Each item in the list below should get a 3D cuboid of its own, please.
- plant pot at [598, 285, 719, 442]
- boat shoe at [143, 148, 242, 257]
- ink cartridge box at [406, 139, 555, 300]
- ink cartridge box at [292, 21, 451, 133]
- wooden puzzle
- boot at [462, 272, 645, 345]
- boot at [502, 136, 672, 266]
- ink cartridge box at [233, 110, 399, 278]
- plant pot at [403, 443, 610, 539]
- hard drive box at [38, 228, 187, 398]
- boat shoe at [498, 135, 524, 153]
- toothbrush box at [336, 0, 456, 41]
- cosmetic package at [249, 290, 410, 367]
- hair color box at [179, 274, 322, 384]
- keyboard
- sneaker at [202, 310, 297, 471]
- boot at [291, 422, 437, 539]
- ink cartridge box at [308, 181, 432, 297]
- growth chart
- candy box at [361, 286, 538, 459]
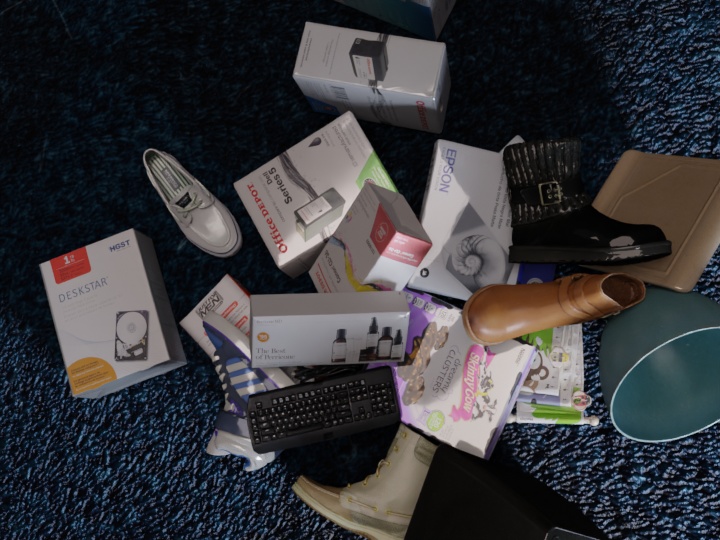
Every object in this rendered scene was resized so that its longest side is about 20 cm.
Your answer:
[{"bbox_3d":[0.382,0.098,1.150,0.198,0.201,0.136,-22,42,5],"label":"plant pot"},{"bbox_3d":[-0.255,-0.098,1.339,0.200,0.067,0.074,43,90,14],"label":"boat shoe"},{"bbox_3d":[0.175,-0.054,1.209,0.197,0.041,0.202,12,87,-3],"label":"ink cartridge box"},{"bbox_3d":[0.022,-0.268,1.281,0.197,0.145,0.085,12,82,11],"label":"ink cartridge box"},{"bbox_3d":[0.387,-0.067,1.188,0.199,0.037,0.186,22,76,53],"label":"wooden puzzle"},{"bbox_3d":[0.235,0.038,1.115,0.198,0.154,0.075,-13,89,-35],"label":"boot"},{"bbox_3d":[0.277,-0.088,1.132,0.208,0.079,0.160,1,88,19],"label":"boot"},{"bbox_3d":[-0.057,-0.105,1.297,0.199,0.084,0.147,-32,77,3],"label":"ink cartridge box"},{"bbox_3d":[0.180,0.349,1.086,0.177,0.199,0.202,14,81,52],"label":"plant pot"},{"bbox_3d":[-0.358,0.064,1.325,0.154,0.077,0.202,-21,77,5],"label":"hard drive box"},{"bbox_3d":[0.185,-0.085,1.267,0.091,0.071,0.201,37,88,1],"label":"boat shoe"},{"bbox_3d":[0.032,-0.428,1.307,0.198,0.146,0.086,25,84,14],"label":"toothbrush box"},{"bbox_3d":[-0.040,0.074,1.154,0.197,0.051,0.083,-2,122,-10],"label":"cosmetic package"},{"bbox_3d":[-0.150,0.113,1.288,0.101,0.061,0.200,-44,77,0],"label":"hair color box"},{"bbox_3d":[-0.049,0.163,1.163,0.197,0.040,0.105,-11,79,-15],"label":"keyboard"},{"bbox_3d":[-0.172,0.168,1.208,0.200,0.081,0.147,42,83,7],"label":"sneaker"},{"bbox_3d":[0.022,0.275,1.225,0.198,0.072,0.156,23,85,8],"label":"boot"},{"bbox_3d":[0.000,0.000,1.218,0.201,0.067,0.117,-57,37,24],"label":"ink cartridge box"},{"bbox_3d":[0.241,0.113,1.243,0.143,0.018,0.203,-5,79,10],"label":"growth chart"},{"bbox_3d":[0.113,0.136,1.224,0.198,0.072,0.169,25,87,18],"label":"candy box"}]
